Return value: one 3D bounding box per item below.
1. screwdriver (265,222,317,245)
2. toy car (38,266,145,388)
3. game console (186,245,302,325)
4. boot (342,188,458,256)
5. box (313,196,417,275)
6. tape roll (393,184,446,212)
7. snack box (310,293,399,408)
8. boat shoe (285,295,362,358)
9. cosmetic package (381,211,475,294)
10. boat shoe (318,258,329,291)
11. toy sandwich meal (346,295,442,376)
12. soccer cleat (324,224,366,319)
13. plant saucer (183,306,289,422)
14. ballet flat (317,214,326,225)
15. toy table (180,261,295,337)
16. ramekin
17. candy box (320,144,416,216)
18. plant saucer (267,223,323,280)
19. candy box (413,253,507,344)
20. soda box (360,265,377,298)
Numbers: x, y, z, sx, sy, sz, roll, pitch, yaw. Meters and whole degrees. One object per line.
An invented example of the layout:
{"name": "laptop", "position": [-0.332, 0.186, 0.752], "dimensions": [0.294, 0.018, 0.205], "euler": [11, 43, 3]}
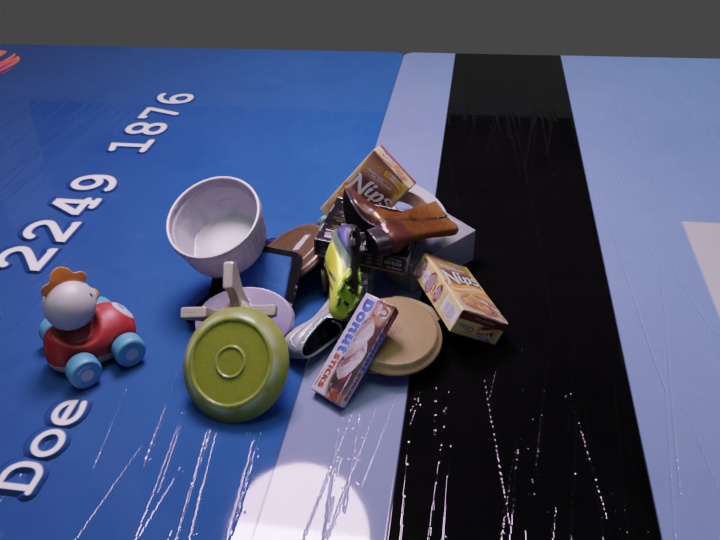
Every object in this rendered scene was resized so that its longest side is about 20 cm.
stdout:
{"name": "screwdriver", "position": [-0.186, -0.076, 1.738], "dimensions": [0.198, 0.030, 0.028], "euler": [-20, 37, -29]}
{"name": "toy car", "position": [-0.521, 0.076, 1.377], "dimensions": [0.175, 0.203, 0.184], "euler": [-25, 41, -30]}
{"name": "game console", "position": [-0.236, 0.036, 1.488], "dimensions": [0.197, 0.121, 0.173], "euler": [10, 29, 18]}
{"name": "boot", "position": [0.078, -0.121, 1.510], "dimensions": [0.197, 0.069, 0.189], "euler": [-18, 44, -24]}
{"name": "box", "position": [0.019, -0.075, 1.540], "dimensions": [0.197, 0.050, 0.161], "euler": [12, 43, 10]}
{"name": "tape roll", "position": [0.111, -0.145, 1.740], "dimensions": [0.200, 0.037, 0.204], "euler": [17, 38, -14]}
{"name": "snack box", "position": [-0.009, 0.142, 1.318], "dimensions": [0.071, 0.024, 0.202], "euler": [22, 75, 33]}
{"name": "boat shoe", "position": [-0.056, 0.109, 1.412], "dimensions": [0.200, 0.071, 0.071], "euler": [-37, 29, -31]}
{"name": "cosmetic package", "position": [0.149, -0.042, 1.611], "dimensions": [0.199, 0.091, 0.106], "euler": [-30, 45, -29]}
{"name": "boat shoe", "position": [-0.059, -0.029, 1.617], "dimensions": [0.067, 0.073, 0.202], "euler": [1, 39, -4]}
{"name": "toy sandwich meal", "position": [0.065, 0.130, 1.393], "dimensions": [0.201, 0.071, 0.207], "euler": [0, 46, 0]}
{"name": "soccer cleat", "position": [-0.038, 0.005, 1.420], "dimensions": [0.083, 0.064, 0.203], "euler": [-13, 56, 36]}
{"name": "plant saucer", "position": [-0.222, 0.161, 1.276], "dimensions": [0.196, 0.031, 0.204], "euler": [-3, 76, 11]}
{"name": "ballet flat", "position": [-0.009, -0.108, 1.748], "dimensions": [0.196, 0.069, 0.075], "euler": [-3, 12, -11]}
{"name": "toy table", "position": [-0.233, 0.088, 1.371], "dimensions": [0.197, 0.117, 0.187], "euler": [-14, 74, 8]}
{"name": "ramekin", "position": [-0.285, -0.082, 1.499], "dimensions": [0.196, 0.106, 0.203], "euler": [-5, 58, 8]}
{"name": "candy box", "position": [0.015, -0.166, 1.630], "dimensions": [0.116, 0.200, 0.055], "euler": [46, 32, -1]}
{"name": "plant saucer", "position": [-0.152, -0.038, 1.600], "dimensions": [0.198, 0.030, 0.201], "euler": [-24, 29, 14]}
{"name": "candy box", "position": [0.194, 0.053, 1.445], "dimensions": [0.114, 0.056, 0.201], "euler": [18, 26, -29]}
{"name": "soda box", "position": [0.000, 0.000, 1.572], "dimensions": [0.062, 0.069, 0.201], "euler": [3, 34, 8]}
